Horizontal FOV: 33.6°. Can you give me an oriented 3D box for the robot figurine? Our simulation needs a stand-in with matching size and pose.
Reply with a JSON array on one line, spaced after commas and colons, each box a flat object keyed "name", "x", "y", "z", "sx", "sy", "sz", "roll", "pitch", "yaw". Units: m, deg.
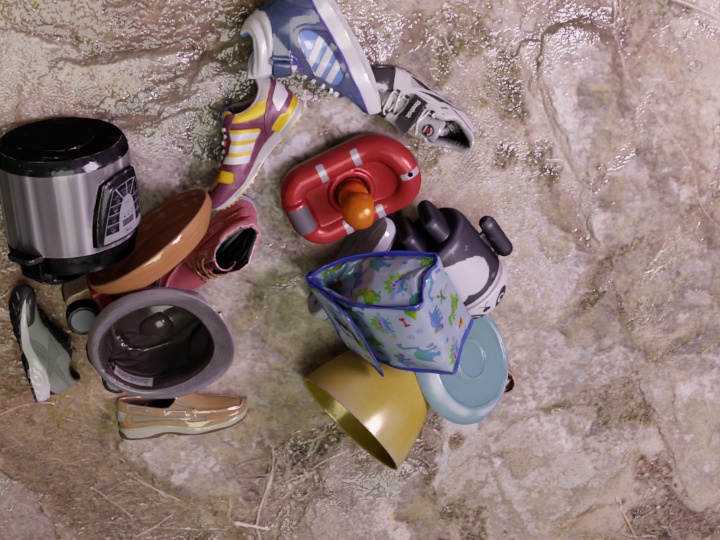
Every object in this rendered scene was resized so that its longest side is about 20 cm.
[{"name": "robot figurine", "x": 0.135, "y": -0.012, "z": 1.780, "sx": 0.150, "sy": 0.125, "sz": 0.200, "roll": -7, "pitch": 137, "yaw": 43}]

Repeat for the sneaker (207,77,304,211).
[{"name": "sneaker", "x": -0.168, "y": -0.177, "z": 1.635, "sx": 0.090, "sy": 0.075, "sz": 0.200, "roll": 34, "pitch": 101, "yaw": -21}]

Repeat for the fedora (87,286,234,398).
[{"name": "fedora", "x": -0.267, "y": 0.082, "z": 1.615, "sx": 0.200, "sy": 0.090, "sz": 0.177, "roll": -27, "pitch": 120, "yaw": 15}]

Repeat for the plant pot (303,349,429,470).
[{"name": "plant pot", "x": 0.031, "y": 0.189, "z": 1.855, "sx": 0.142, "sy": 0.200, "sz": 0.200, "roll": -46, "pitch": 124, "yaw": -13}]

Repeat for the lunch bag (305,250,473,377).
[{"name": "lunch bag", "x": 0.036, "y": 0.062, "z": 1.719, "sx": 0.200, "sy": 0.127, "sz": 0.170, "roll": 4, "pitch": 143, "yaw": 30}]

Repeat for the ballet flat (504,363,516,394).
[{"name": "ballet flat", "x": 0.177, "y": 0.147, "z": 1.925, "sx": 0.200, "sy": 0.067, "sz": 0.068, "roll": 24, "pitch": 111, "yaw": -26}]

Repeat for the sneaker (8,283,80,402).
[{"name": "sneaker", "x": -0.457, "y": 0.098, "z": 1.723, "sx": 0.079, "sy": 0.074, "sz": 0.200, "roll": -17, "pitch": 130, "yaw": -16}]

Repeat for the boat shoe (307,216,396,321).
[{"name": "boat shoe", "x": 0.000, "y": 0.000, "z": 1.791, "sx": 0.067, "sy": 0.074, "sz": 0.200, "roll": 21, "pitch": 125, "yaw": -34}]

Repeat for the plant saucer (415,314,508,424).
[{"name": "plant saucer", "x": 0.165, "y": 0.139, "z": 1.859, "sx": 0.200, "sy": 0.200, "sz": 0.027, "roll": 35, "pitch": 149, "yaw": -30}]

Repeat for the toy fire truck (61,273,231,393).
[{"name": "toy fire truck", "x": -0.304, "y": 0.067, "z": 1.710, "sx": 0.200, "sy": 0.129, "sz": 0.176, "roll": -25, "pitch": 123, "yaw": -5}]

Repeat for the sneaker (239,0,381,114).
[{"name": "sneaker", "x": -0.073, "y": -0.271, "z": 1.585, "sx": 0.146, "sy": 0.081, "sz": 0.200, "roll": -24, "pitch": 119, "yaw": 12}]

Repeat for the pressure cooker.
[{"name": "pressure cooker", "x": -0.379, "y": -0.084, "z": 1.563, "sx": 0.176, "sy": 0.179, "sz": 0.200, "roll": -9, "pitch": 118, "yaw": -16}]

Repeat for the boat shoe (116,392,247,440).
[{"name": "boat shoe", "x": -0.276, "y": 0.210, "z": 1.840, "sx": 0.200, "sy": 0.072, "sz": 0.076, "roll": -8, "pitch": 111, "yaw": -10}]

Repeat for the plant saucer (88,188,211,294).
[{"name": "plant saucer", "x": -0.277, "y": -0.033, "z": 1.607, "sx": 0.200, "sy": 0.200, "sz": 0.037, "roll": -35, "pitch": 112, "yaw": 7}]

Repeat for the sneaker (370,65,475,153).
[{"name": "sneaker", "x": 0.080, "y": -0.221, "z": 1.663, "sx": 0.200, "sy": 0.089, "sz": 0.074, "roll": 20, "pitch": 115, "yaw": -24}]

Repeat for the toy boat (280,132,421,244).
[{"name": "toy boat", "x": -0.007, "y": -0.104, "z": 1.682, "sx": 0.200, "sy": 0.131, "sz": 0.131, "roll": -27, "pitch": 124, "yaw": 2}]

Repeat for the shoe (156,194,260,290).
[{"name": "shoe", "x": -0.218, "y": -0.016, "z": 1.700, "sx": 0.071, "sy": 0.091, "sz": 0.200, "roll": 35, "pitch": 107, "yaw": -30}]
